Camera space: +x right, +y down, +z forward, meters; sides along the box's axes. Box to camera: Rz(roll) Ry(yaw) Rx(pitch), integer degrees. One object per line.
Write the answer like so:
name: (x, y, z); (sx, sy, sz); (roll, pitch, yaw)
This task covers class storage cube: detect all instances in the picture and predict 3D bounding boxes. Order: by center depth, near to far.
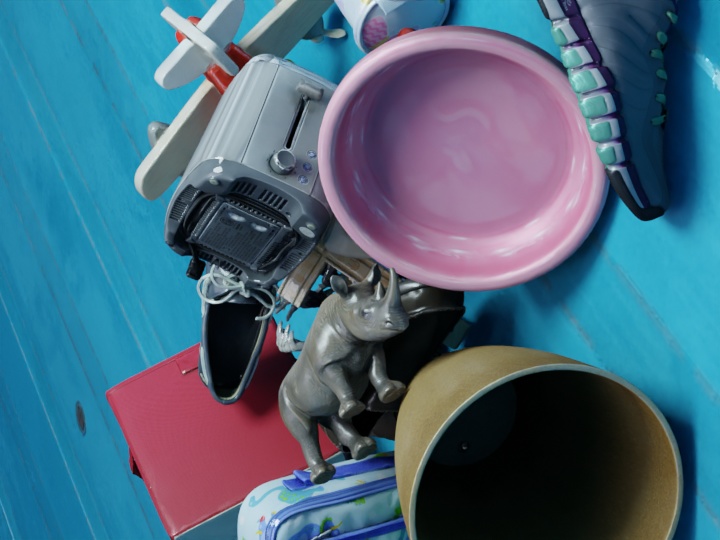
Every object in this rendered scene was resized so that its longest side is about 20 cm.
storage cube: (-0.110, 0.182, 1.379); (0.180, 0.200, 0.171); (58, 170, 38)

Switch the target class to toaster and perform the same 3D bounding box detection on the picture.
toaster: (-0.076, -0.075, 1.135); (0.200, 0.114, 0.129); (-47, 20, 61)

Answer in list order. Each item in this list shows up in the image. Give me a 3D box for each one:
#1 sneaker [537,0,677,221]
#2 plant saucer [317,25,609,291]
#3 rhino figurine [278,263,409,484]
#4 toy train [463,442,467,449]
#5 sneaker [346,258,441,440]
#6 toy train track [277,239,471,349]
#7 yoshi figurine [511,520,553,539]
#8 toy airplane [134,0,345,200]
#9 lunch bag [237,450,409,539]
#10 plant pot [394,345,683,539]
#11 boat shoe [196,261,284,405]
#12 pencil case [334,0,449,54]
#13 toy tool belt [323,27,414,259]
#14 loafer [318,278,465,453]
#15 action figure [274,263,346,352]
sneaker: (0.171, -0.129, 0.896); (0.074, 0.087, 0.200); (-75, -37, -69)
plant saucer: (0.073, -0.080, 1.007); (0.051, 0.200, 0.201); (-70, -8, -55)
rhino figurine: (-0.010, 0.066, 1.071); (0.087, 0.060, 0.200); (58, 143, 30)
toy train: (0.073, 0.175, 1.157); (0.042, 0.056, 0.200); (97, 169, -75)
sneaker: (0.038, 0.045, 1.234); (0.075, 0.070, 0.200); (4, 100, 36)
toy train track: (0.000, 0.000, 1.193); (0.200, 0.033, 0.115); (34, 97, 14)
yoshi figurine: (0.135, 0.251, 1.048); (0.200, 0.112, 0.113); (-134, 36, -53)
toy airplane: (-0.106, -0.164, 1.278); (0.141, 0.200, 0.199); (-139, 45, -57)
lunch bag: (0.000, 0.235, 1.199); (0.082, 0.200, 0.161); (21, 116, 59)
plant pot: (0.098, 0.126, 1.025); (0.200, 0.186, 0.187); (-134, 40, -70)
boat shoe: (-0.106, 0.020, 1.265); (0.062, 0.075, 0.200); (-111, 33, -67)
pencil case: (-0.002, -0.264, 1.168); (0.091, 0.083, 0.200); (82, 164, -60)
toy tool belt: (0.055, -0.083, 1.113); (0.125, 0.123, 0.200); (-81, 12, -52)
loafer: (0.028, 0.076, 1.144); (0.200, 0.073, 0.071); (-54, 49, 43)
action figure: (-0.032, 0.037, 1.310); (0.119, 0.102, 0.200); (-130, 37, -69)
